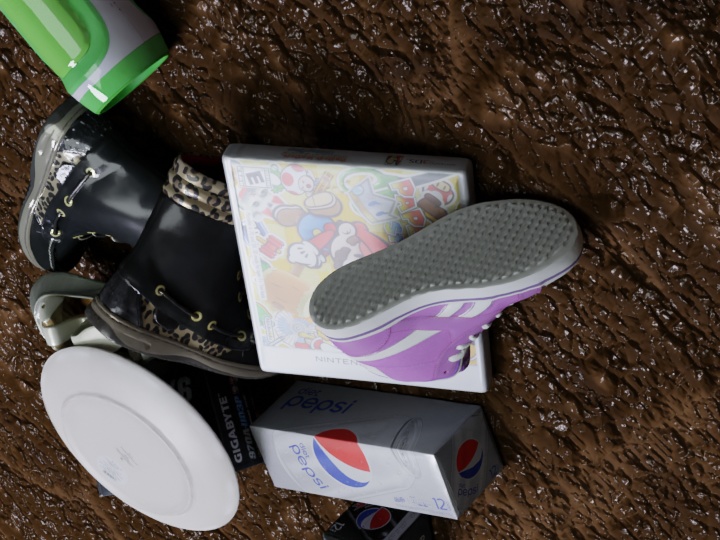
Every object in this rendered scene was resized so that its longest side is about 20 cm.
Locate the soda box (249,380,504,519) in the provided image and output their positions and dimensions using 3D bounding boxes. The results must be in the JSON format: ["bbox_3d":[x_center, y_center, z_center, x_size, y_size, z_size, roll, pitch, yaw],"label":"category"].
[{"bbox_3d":[0.010,0.139,1.625,0.199,0.068,0.064,5,126,42],"label":"soda box"}]

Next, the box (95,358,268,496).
[{"bbox_3d":[-0.170,0.101,1.742,0.199,0.046,0.160,-15,90,49],"label":"box"}]

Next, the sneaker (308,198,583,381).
[{"bbox_3d":[0.076,0.019,1.443,0.199,0.073,0.114,-17,140,23],"label":"sneaker"}]

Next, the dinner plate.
[{"bbox_3d":[-0.186,0.145,1.689,0.199,0.024,0.201,26,142,22],"label":"dinner plate"}]

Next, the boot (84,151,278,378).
[{"bbox_3d":[-0.101,-0.003,1.578,0.073,0.199,0.151,42,111,46],"label":"boot"}]

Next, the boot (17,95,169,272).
[{"bbox_3d":[-0.195,-0.034,1.670,0.153,0.074,0.204,34,143,12],"label":"boot"}]

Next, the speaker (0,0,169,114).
[{"bbox_3d":[-0.233,-0.216,1.536,0.200,0.088,0.088,50,142,-3],"label":"speaker"}]

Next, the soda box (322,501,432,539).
[{"bbox_3d":[0.027,0.284,1.733,0.063,0.071,0.201,15,132,34],"label":"soda box"}]

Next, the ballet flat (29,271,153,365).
[{"bbox_3d":[-0.225,0.041,1.690,0.199,0.064,0.068,3,119,44],"label":"ballet flat"}]

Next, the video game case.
[{"bbox_3d":[0.000,0.000,1.502,0.181,0.023,0.201,5,128,17],"label":"video game case"}]
